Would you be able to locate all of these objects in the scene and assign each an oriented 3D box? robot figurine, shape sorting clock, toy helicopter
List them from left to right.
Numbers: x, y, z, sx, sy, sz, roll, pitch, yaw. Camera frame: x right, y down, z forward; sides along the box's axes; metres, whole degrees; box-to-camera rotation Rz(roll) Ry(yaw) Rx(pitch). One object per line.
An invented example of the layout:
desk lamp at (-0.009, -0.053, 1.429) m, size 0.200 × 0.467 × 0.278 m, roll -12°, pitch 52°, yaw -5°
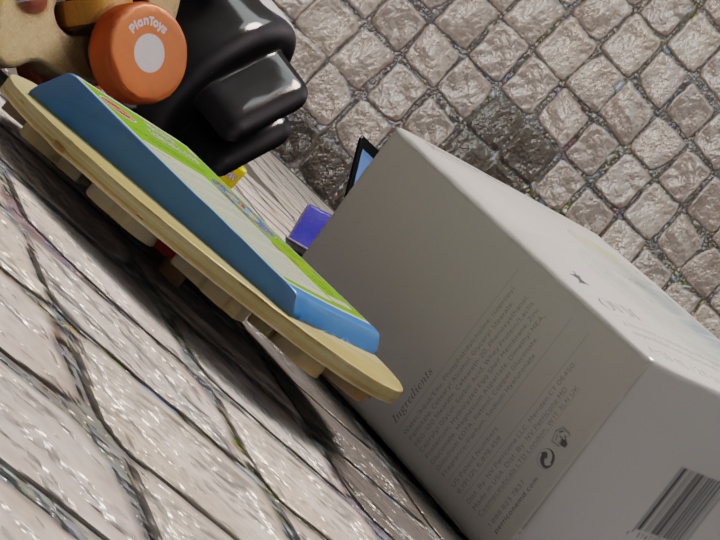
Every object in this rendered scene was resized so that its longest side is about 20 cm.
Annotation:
toy helicopter at (-0.160, -0.159, 0.875) m, size 0.200 × 0.133 × 0.079 m, roll 20°, pitch -11°, yaw -42°
robot figurine at (-0.124, -0.158, 1.260) m, size 0.200 × 0.150 × 0.125 m, roll 51°, pitch 18°, yaw 13°
shape sorting clock at (-0.064, -0.011, 0.777) m, size 0.200 × 0.039 × 0.200 m, roll 43°, pitch 4°, yaw -3°

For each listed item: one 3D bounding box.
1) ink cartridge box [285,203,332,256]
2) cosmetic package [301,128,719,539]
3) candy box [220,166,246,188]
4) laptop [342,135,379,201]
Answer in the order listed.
ink cartridge box at (0.000, 0.000, 1.229) m, size 0.095 × 0.037 × 0.200 m, roll 29°, pitch -3°, yaw 1°
cosmetic package at (0.096, 0.054, 0.969) m, size 0.199 × 0.123 × 0.200 m, roll 23°, pitch 16°, yaw -50°
candy box at (-0.151, -0.127, 1.502) m, size 0.102 × 0.026 × 0.200 m, roll 40°, pitch 3°, yaw -24°
laptop at (0.061, 0.028, 1.427) m, size 0.200 × 0.103 × 0.177 m, roll 46°, pitch 3°, yaw 37°
